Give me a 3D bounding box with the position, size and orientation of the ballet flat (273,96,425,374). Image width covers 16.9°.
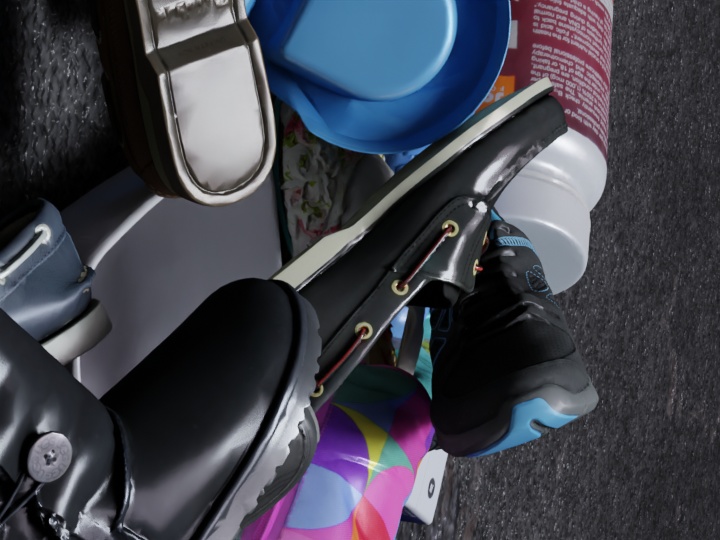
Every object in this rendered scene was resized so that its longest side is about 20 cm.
[{"bbox_3d":[0.000,0.000,1.147,0.076,0.064,0.201,-49,142,-52],"label":"ballet flat"}]

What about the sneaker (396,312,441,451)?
[{"bbox_3d":[0.023,0.060,1.307,0.200,0.077,0.080,-8,84,-69],"label":"sneaker"}]

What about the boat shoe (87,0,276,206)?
[{"bbox_3d":[-0.083,-0.126,0.961,0.072,0.068,0.201,-12,107,-34],"label":"boat shoe"}]

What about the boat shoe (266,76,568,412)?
[{"bbox_3d":[0.021,-0.010,1.066,0.201,0.063,0.074,-41,-178,-22],"label":"boat shoe"}]

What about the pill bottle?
[{"bbox_3d":[0.087,-0.092,1.400,0.114,0.114,0.201,61,29,-55],"label":"pill bottle"}]

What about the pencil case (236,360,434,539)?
[{"bbox_3d":[-0.030,0.127,1.063,0.089,0.088,0.201,73,29,-45],"label":"pencil case"}]

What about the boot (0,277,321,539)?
[{"bbox_3d":[-0.116,0.027,0.829,0.200,0.065,0.165,39,62,-32],"label":"boot"}]

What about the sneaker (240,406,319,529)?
[{"bbox_3d":[-0.101,0.106,0.928,0.076,0.199,0.079,68,-12,-22],"label":"sneaker"}]

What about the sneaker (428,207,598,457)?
[{"bbox_3d":[0.056,0.025,1.097,0.200,0.073,0.082,-108,179,-76],"label":"sneaker"}]

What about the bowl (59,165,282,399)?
[{"bbox_3d":[-0.103,0.052,1.062,0.200,0.074,0.201,-44,135,-58],"label":"bowl"}]

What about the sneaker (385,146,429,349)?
[{"bbox_3d":[0.023,-0.055,1.284,0.066,0.078,0.201,24,49,-23],"label":"sneaker"}]

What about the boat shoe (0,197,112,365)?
[{"bbox_3d":[-0.174,0.033,0.861,0.200,0.075,0.062,-29,103,-35],"label":"boat shoe"}]

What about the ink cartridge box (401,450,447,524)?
[{"bbox_3d":[0.018,0.028,1.403,0.200,0.040,0.201,42,56,-63],"label":"ink cartridge box"}]

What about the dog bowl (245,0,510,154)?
[{"bbox_3d":[-0.031,-0.129,1.056,0.112,0.199,0.050,-62,-172,6],"label":"dog bowl"}]

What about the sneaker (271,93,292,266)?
[{"bbox_3d":[-0.030,-0.047,1.224,0.090,0.067,0.201,51,46,-54],"label":"sneaker"}]
